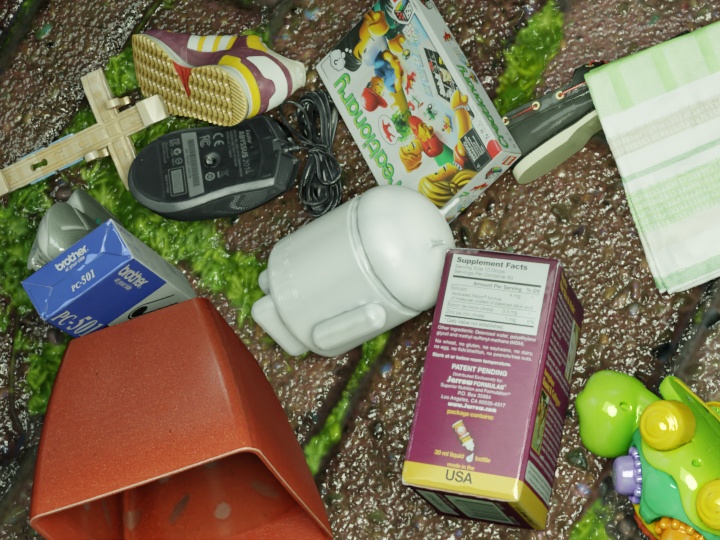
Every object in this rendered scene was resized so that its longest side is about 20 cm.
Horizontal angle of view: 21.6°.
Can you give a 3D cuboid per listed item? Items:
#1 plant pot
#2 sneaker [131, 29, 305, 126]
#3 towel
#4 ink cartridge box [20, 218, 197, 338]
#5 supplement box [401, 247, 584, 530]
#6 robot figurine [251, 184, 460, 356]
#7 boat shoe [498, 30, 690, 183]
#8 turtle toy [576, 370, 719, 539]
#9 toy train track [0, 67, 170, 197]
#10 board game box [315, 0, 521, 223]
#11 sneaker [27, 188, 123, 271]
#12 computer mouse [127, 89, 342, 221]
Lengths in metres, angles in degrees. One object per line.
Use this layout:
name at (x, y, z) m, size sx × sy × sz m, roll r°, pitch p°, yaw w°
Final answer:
plant pot at (-0.156, 0.144, 1.602) m, size 0.198 × 0.200 × 0.178 m, roll -18°, pitch 55°, yaw 10°
sneaker at (-0.134, -0.185, 1.759) m, size 0.090 × 0.076 × 0.199 m, roll -23°, pitch 33°, yaw -32°
towel at (0.287, -0.097, 1.586) m, size 0.148 × 0.031 × 0.202 m, roll -20°, pitch 91°, yaw 6°
ink cartridge box at (-0.211, 0.022, 1.642) m, size 0.094 × 0.200 × 0.044 m, roll -34°, pitch 72°, yaw 2°
supplement box at (0.112, 0.099, 1.557) m, size 0.102 × 0.131 × 0.202 m, roll 7°, pitch 73°, yaw 19°
robot figurine at (0.000, 0.000, 1.616) m, size 0.199 × 0.113 × 0.171 m, roll -28°, pitch 35°, yaw 28°
boat shoe at (0.206, -0.154, 1.644) m, size 0.200 × 0.074 × 0.063 m, roll -31°, pitch 74°, yaw 10°
turtle toy at (0.250, 0.155, 1.496) m, size 0.101 × 0.145 × 0.201 m, roll -46°, pitch 63°, yaw 22°
toy train track at (-0.272, -0.115, 1.779) m, size 0.199 × 0.033 × 0.116 m, roll -23°, pitch 91°, yaw 19°
board game box at (0.049, -0.144, 1.683) m, size 0.126 × 0.034 × 0.201 m, roll -43°, pitch 62°, yaw 30°
sneaker at (-0.261, -0.017, 1.690) m, size 0.070 × 0.200 × 0.080 m, roll 41°, pitch 95°, yaw -5°
computer mouse at (-0.112, -0.086, 1.733) m, size 0.198 × 0.053 × 0.140 m, roll -8°, pitch 60°, yaw 5°
